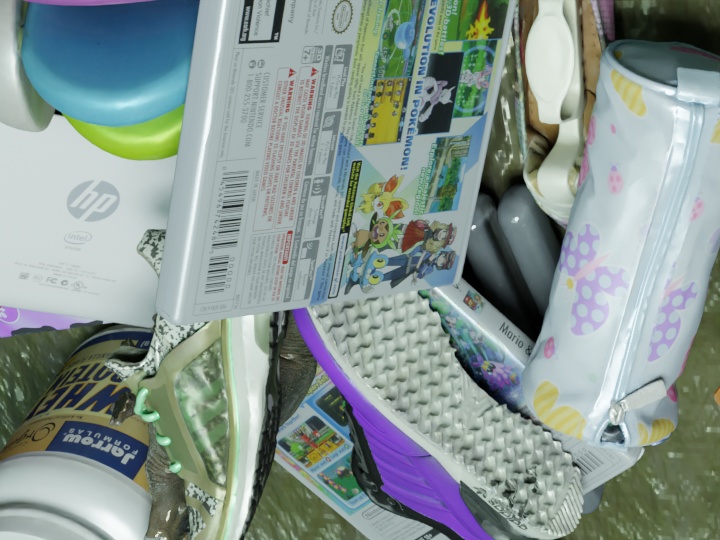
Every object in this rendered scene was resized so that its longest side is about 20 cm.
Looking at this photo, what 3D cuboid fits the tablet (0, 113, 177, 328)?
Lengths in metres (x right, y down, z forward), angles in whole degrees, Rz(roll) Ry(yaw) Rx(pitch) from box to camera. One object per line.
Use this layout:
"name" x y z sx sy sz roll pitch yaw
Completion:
"tablet" -0.147 -0.024 1.059 0.198 0.014 0.131 9 129 -27

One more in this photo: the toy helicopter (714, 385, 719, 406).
"toy helicopter" 0.218 0.039 1.032 0.078 0.133 0.201 2 123 20

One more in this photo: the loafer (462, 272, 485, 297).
"loafer" 0.000 0.000 1.130 0.071 0.073 0.200 -30 108 32

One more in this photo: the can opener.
"can opener" 0.104 0.049 1.125 0.053 0.067 0.201 -9 125 27

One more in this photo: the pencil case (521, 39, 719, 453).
"pencil case" 0.137 -0.012 0.995 0.082 0.091 0.202 15 112 9

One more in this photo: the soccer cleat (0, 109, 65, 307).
"soccer cleat" -0.194 -0.062 1.089 0.086 0.070 0.201 39 126 14

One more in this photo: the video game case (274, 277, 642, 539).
"video game case" 0.030 0.082 1.130 0.182 0.024 0.200 41 136 -10

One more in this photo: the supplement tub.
"supplement tub" -0.149 0.140 1.203 0.143 0.200 0.145 10 125 14

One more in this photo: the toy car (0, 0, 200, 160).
"toy car" -0.109 -0.150 0.929 0.173 0.150 0.202 -1 96 4

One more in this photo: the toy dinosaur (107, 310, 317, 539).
"toy dinosaur" -0.072 0.062 1.103 0.102 0.077 0.200 34 100 -26

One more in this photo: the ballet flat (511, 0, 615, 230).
"ballet flat" 0.106 -0.084 1.034 0.068 0.071 0.201 0 122 21

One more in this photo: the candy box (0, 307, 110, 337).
"candy box" -0.175 -0.055 1.164 0.198 0.072 0.169 -8 118 26

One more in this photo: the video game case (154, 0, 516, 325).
"video game case" -0.006 -0.079 0.949 0.022 0.181 0.202 30 118 43

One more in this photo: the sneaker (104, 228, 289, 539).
"sneaker" -0.087 0.064 1.034 0.088 0.077 0.202 8 101 6

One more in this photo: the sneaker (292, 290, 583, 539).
"sneaker" 0.019 0.082 1.068 0.200 0.070 0.099 47 137 -15
